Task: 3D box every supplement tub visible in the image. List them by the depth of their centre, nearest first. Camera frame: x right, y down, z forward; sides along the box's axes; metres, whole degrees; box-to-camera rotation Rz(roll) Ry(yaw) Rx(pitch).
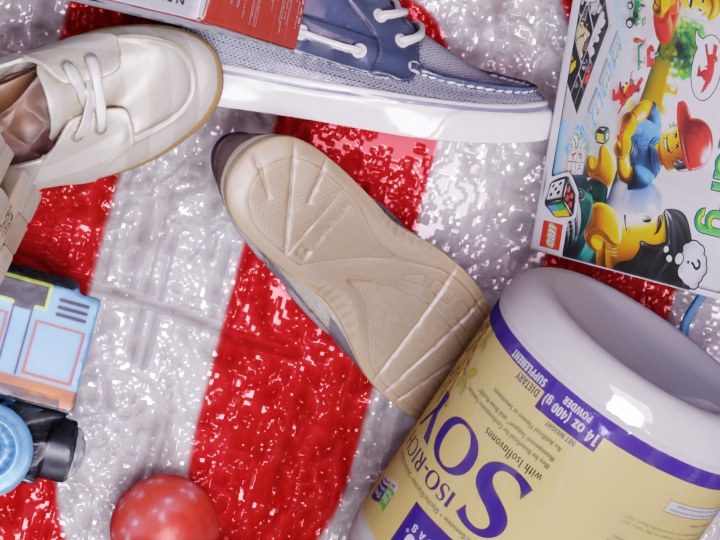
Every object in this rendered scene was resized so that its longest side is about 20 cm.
[{"bbox_3d":[0.084,0.115,1.357,0.145,0.145,0.200,30,106,-11],"label":"supplement tub"}]

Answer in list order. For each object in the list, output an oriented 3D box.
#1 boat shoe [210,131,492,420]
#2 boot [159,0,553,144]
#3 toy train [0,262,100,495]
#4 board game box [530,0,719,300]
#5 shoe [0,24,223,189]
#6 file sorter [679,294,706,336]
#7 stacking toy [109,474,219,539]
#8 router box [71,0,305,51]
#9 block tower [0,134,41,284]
[{"bbox_3d":[0.000,0.000,1.388,0.072,0.065,0.200,-46,119,2],"label":"boat shoe"},{"bbox_3d":[0.002,-0.117,1.373,0.199,0.073,0.091,8,99,-9],"label":"boot"},{"bbox_3d":[-0.222,0.039,1.348,0.199,0.087,0.115,15,83,-8],"label":"toy train"},{"bbox_3d":[0.153,-0.094,1.345,0.035,0.126,0.201,1,101,-47],"label":"board game box"},{"bbox_3d":[-0.161,-0.067,1.336,0.199,0.053,0.070,-14,99,8],"label":"shoe"},{"bbox_3d":[0.264,0.022,1.351,0.139,0.200,0.123,39,73,-12],"label":"file sorter"},{"bbox_3d":[-0.055,0.188,1.396,0.085,0.085,0.200,-33,92,-5],"label":"stacking toy"},{"bbox_3d":[-0.135,-0.148,1.265,0.199,0.179,0.049,14,93,12],"label":"router box"},{"bbox_3d":[-0.207,-0.070,1.239,0.054,0.200,0.058,4,56,27],"label":"block tower"}]
